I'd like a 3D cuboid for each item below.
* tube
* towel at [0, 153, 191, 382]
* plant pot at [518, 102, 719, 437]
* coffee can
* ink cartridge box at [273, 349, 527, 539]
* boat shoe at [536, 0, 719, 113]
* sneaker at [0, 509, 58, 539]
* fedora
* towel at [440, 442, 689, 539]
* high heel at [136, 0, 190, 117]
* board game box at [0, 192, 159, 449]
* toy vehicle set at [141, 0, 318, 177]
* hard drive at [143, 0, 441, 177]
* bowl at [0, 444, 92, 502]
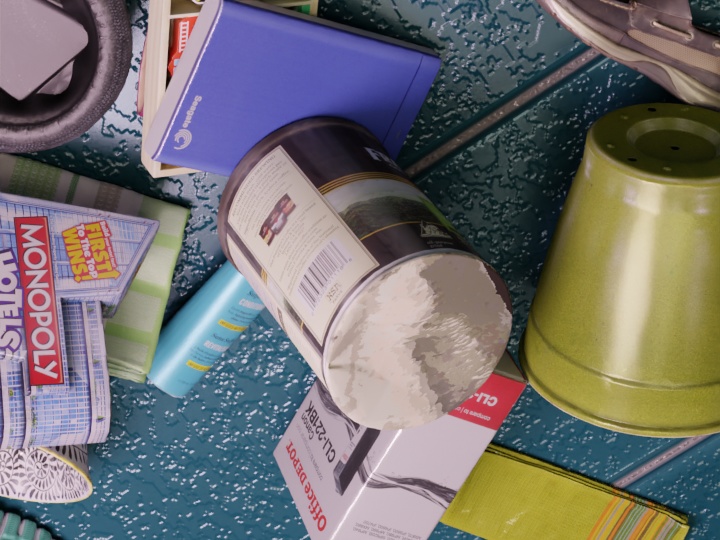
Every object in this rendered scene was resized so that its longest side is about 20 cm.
[{"bbox_3d":[-0.094,0.015,1.631,0.200,0.077,0.050,-47,67,17],"label":"tube"},{"bbox_3d":[-0.241,-0.009,1.586,0.199,0.031,0.150,15,76,-9],"label":"towel"},{"bbox_3d":[0.224,-0.012,1.535,0.199,0.201,0.194,1,121,-2],"label":"plant pot"},{"bbox_3d":[0.000,0.000,1.500,0.146,0.200,0.147,-15,128,-20],"label":"coffee can"},{"bbox_3d":[0.026,0.118,1.621,0.083,0.144,0.200,19,113,-28],"label":"ink cartridge box"},{"bbox_3d":[0.215,-0.186,1.551,0.199,0.075,0.074,27,100,-22],"label":"boat shoe"},{"bbox_3d":[-0.324,0.238,1.725,0.200,0.075,0.087,36,136,-19],"label":"sneaker"},{"bbox_3d":[-0.261,-0.189,1.515,0.199,0.092,0.202,-1,114,-2],"label":"fedora"},{"bbox_3d":[0.171,0.211,1.743,0.199,0.018,0.086,21,110,-10],"label":"towel"},{"bbox_3d":[-0.151,-0.206,1.522,0.096,0.067,0.201,-23,116,-4],"label":"high heel"},{"bbox_3d":[-0.242,0.026,1.525,0.199,0.062,0.201,-4,70,-17],"label":"board game box"},{"bbox_3d":[-0.094,-0.168,1.518,0.124,0.027,0.201,-10,126,-25],"label":"toy vehicle set"},{"bbox_3d":[-0.048,-0.124,1.539,0.199,0.025,0.132,10,116,-36],"label":"hard drive"},{"bbox_3d":[-0.293,0.103,1.622,0.200,0.201,0.095,19,68,-10],"label":"bowl"}]
